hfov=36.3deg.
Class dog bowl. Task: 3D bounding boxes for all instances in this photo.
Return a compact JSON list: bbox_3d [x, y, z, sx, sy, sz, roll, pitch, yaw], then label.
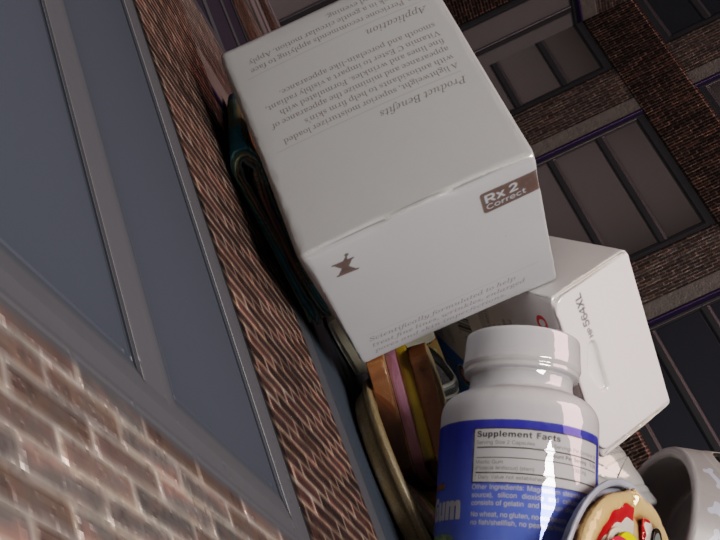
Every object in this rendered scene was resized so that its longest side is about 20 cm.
[{"bbox_3d":[0.285,0.254,1.007,0.059,0.200,0.200,22,10,-6],"label":"dog bowl"}]

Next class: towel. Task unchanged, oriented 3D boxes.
[{"bbox_3d":[-0.067,-0.058,0.874,0.200,0.022,0.147,-107,172,-67],"label":"towel"}]

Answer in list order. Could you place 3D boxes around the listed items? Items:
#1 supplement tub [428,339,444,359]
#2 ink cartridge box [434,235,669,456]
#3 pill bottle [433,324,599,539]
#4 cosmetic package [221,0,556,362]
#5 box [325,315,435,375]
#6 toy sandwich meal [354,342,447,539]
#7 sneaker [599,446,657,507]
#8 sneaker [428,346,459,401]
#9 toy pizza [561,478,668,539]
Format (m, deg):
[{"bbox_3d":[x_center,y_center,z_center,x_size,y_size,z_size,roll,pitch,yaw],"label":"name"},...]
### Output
[{"bbox_3d":[0.121,0.146,1.270,0.200,0.144,0.145,-108,172,-67],"label":"supplement tub"},{"bbox_3d":[0.145,0.050,0.916,0.200,0.084,0.146,17,-47,58],"label":"ink cartridge box"},{"bbox_3d":[0.108,0.145,0.757,0.112,0.112,0.200,58,34,-65],"label":"pill bottle"},{"bbox_3d":[0.023,-0.075,0.803,0.165,0.165,0.200,63,4,-57],"label":"cosmetic package"},{"bbox_3d":[0.000,0.000,1.004,0.200,0.082,0.068,-107,171,-56],"label":"box"},{"bbox_3d":[0.058,0.155,0.857,0.205,0.070,0.205,-25,90,-87],"label":"toy sandwich meal"},{"bbox_3d":[0.168,0.191,0.982,0.075,0.200,0.100,-52,-134,42],"label":"sneaker"},{"bbox_3d":[0.045,0.116,1.041,0.116,0.075,0.200,-118,-170,-45],"label":"sneaker"},{"bbox_3d":[0.176,0.236,0.708,0.200,0.032,0.201,14,73,-53],"label":"toy pizza"}]
